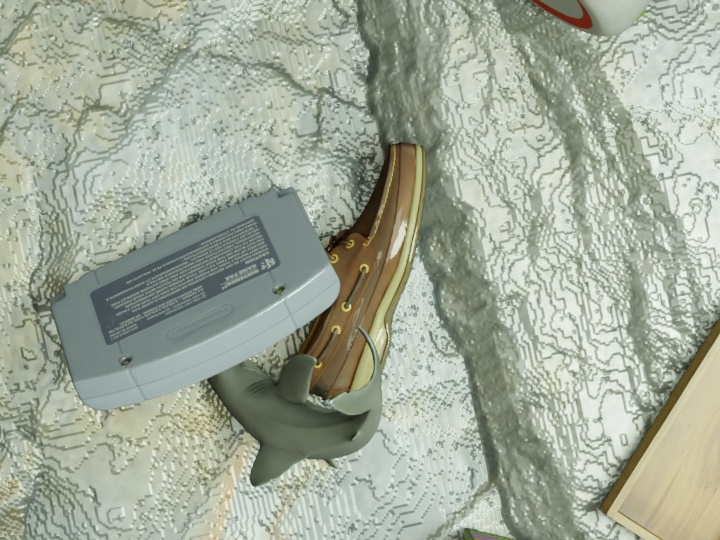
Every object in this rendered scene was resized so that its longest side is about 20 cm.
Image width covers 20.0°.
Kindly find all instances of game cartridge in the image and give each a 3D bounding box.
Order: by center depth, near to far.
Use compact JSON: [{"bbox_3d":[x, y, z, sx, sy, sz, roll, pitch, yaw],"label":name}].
[{"bbox_3d":[-0.118,0.022,1.456,0.200,0.133,0.041,-25,126,-1],"label":"game cartridge"}]

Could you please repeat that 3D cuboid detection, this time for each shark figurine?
[{"bbox_3d":[-0.040,0.116,1.435,0.089,0.214,0.128,-43,112,-29],"label":"shark figurine"}]

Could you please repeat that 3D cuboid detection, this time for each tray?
[{"bbox_3d":[0.274,0.121,1.522,0.099,0.037,0.200,33,90,-3],"label":"tray"}]

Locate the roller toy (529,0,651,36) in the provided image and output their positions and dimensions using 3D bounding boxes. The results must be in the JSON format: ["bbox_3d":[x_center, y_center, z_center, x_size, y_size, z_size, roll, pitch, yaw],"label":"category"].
[{"bbox_3d":[0.151,-0.269,1.430,0.182,0.200,0.140,39,88,3],"label":"roller toy"}]

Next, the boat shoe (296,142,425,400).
[{"bbox_3d":[0.000,0.000,1.487,0.067,0.072,0.201,15,93,-5],"label":"boat shoe"}]

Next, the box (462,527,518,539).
[{"bbox_3d":[0.141,0.308,1.489,0.175,0.097,0.201,13,91,-3],"label":"box"}]
